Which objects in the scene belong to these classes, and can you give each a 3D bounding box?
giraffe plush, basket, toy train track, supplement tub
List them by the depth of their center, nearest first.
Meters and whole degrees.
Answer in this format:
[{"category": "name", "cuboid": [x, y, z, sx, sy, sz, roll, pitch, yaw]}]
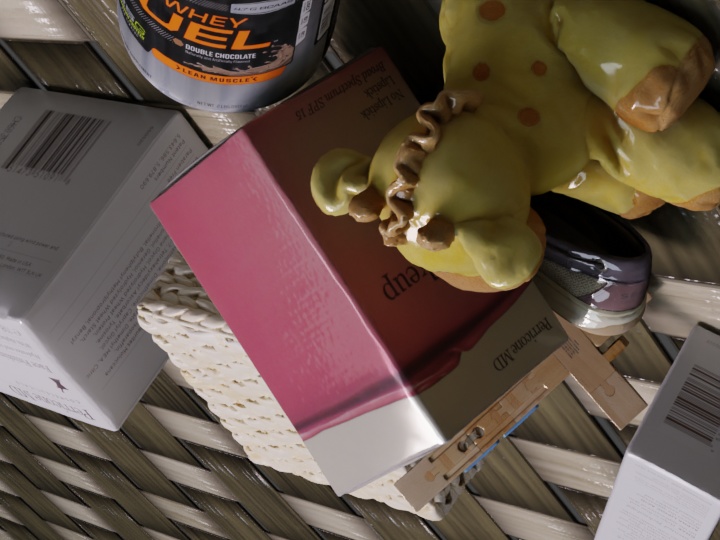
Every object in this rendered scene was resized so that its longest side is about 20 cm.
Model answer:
[{"category": "giraffe plush", "cuboid": [0.074, -0.059, 0.955, 0.200, 0.163, 0.172, 45, 156, -27]}, {"category": "supplement tub", "cuboid": [-0.063, -0.174, 0.970, 0.122, 0.123, 0.200, 32, 158, 6]}, {"category": "toy train track", "cuboid": [0.102, 0.075, 1.191, 0.115, 0.200, 0.033, 48, -169, 6]}, {"category": "basket", "cuboid": [-0.006, 0.039, 1.282, 0.199, 0.162, 0.199, 12, 149, 40]}]

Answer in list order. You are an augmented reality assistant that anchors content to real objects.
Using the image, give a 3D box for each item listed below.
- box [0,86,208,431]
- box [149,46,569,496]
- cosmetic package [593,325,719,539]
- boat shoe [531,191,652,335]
[{"category": "box", "cuboid": [-0.217, -0.014, 1.415, 0.198, 0.201, 0.131, 12, 149, 43]}, {"category": "box", "cuboid": [0.000, 0.000, 1.067, 0.109, 0.128, 0.201, -32, 92, 48]}, {"category": "cosmetic package", "cuboid": [0.210, 0.128, 1.234, 0.074, 0.102, 0.200, 28, 158, 14]}, {"category": "boat shoe", "cuboid": [0.088, -0.044, 1.104, 0.200, 0.072, 0.065, 40, 137, 21]}]
